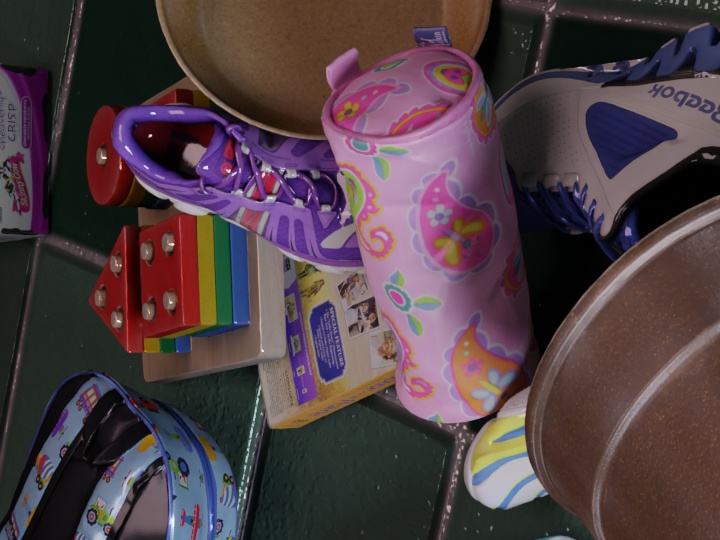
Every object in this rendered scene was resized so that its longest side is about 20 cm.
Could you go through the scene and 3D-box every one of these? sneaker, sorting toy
[{"bbox_3d":[0.135,0.095,0.838,0.200,0.075,0.106,-42,59,36],"label":"sneaker"},{"bbox_3d":[-0.056,-0.050,0.964,0.198,0.083,0.082,14,89,13],"label":"sneaker"},{"bbox_3d":[-0.127,-0.033,1.108,0.198,0.069,0.203,-16,75,60],"label":"sorting toy"},{"bbox_3d":[0.126,-0.043,0.823,0.198,0.080,0.116,-19,42,45],"label":"sneaker"}]

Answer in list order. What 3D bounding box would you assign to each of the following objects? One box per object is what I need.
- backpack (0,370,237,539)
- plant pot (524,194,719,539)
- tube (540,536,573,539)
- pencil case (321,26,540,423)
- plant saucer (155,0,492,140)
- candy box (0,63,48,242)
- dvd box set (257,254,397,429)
[{"bbox_3d":[-0.153,0.172,1.105,0.182,0.133,0.202,41,117,41],"label":"backpack"},{"bbox_3d":[0.193,0.102,0.655,0.201,0.198,0.199,-58,38,27],"label":"plant pot"},{"bbox_3d":[0.051,0.194,0.938,0.199,0.050,0.078,-26,64,49],"label":"tube"},{"bbox_3d":[0.038,-0.018,0.842,0.087,0.087,0.202,30,147,44],"label":"pencil case"},{"bbox_3d":[-0.022,-0.163,0.981,0.036,0.198,0.203,97,159,-70],"label":"plant saucer"},{"bbox_3d":[-0.337,-0.089,1.381,0.199,0.061,0.138,-7,83,48],"label":"candy box"},{"bbox_3d":[0.000,0.000,1.025,0.199,0.029,0.148,-29,65,44],"label":"dvd box set"}]
